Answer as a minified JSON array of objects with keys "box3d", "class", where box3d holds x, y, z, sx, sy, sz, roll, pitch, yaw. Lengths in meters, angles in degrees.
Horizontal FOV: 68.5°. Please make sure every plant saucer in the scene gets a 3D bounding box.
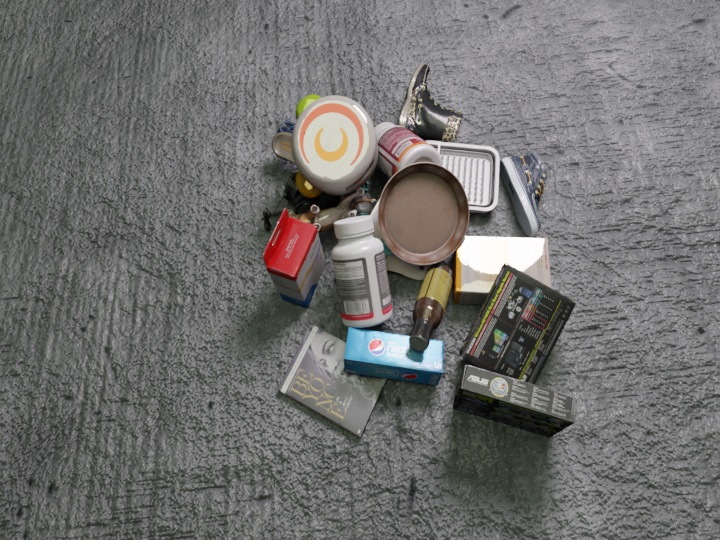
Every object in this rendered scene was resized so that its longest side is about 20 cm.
[{"box3d":[0.128,-0.116,1.092,0.191,0.034,0.210,-1,97,-7],"class":"plant saucer"}]

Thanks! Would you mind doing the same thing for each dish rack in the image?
[{"box3d":[0.221,-0.211,1.226,0.191,0.044,0.178,6,66,7],"class":"dish rack"}]

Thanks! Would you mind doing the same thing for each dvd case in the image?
[{"box3d":[-0.052,0.219,1.072,0.194,0.016,0.152,24,71,14],"class":"dvd case"}]

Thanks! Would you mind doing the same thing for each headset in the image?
[{"box3d":[-0.137,-0.158,1.228,0.195,0.096,0.125,-24,59,-23],"class":"headset"}]

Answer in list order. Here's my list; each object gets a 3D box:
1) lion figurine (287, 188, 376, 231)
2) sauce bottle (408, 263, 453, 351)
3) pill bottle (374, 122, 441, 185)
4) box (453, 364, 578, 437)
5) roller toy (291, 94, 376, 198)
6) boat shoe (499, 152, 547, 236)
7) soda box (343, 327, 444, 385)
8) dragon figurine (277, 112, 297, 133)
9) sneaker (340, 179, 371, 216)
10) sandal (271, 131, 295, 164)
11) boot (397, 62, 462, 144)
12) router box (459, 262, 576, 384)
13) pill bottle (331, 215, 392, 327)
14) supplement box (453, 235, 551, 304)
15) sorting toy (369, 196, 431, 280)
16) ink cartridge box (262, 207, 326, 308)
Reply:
[{"box3d":[-0.068,-0.117,1.145,0.192,0.122,0.076,-13,88,-15],"class":"lion figurine"},{"box3d":[0.138,0.072,1.059,0.062,0.066,0.203,17,46,11],"class":"sauce bottle"},{"box3d":[0.092,-0.256,1.184,0.107,0.112,0.201,-26,38,-7],"class":"pill bottle"},{"box3d":[0.271,0.240,0.958,0.192,0.162,0.046,14,65,12],"class":"box"},{"box3d":[-0.051,-0.257,1.124,0.174,0.140,0.210,5,90,5],"class":"roller toy"},{"box3d":[0.383,-0.177,1.181,0.087,0.071,0.207,-14,64,3],"class":"boat shoe"},{"box3d":[0.065,0.170,1.045,0.191,0.065,0.070,8,57,1],"class":"soda box"},{"box3d":[-0.132,-0.348,1.261,0.098,0.198,0.061,31,70,-22],"class":"dragon figurine"},{"box3d":[-0.006,-0.223,1.212,0.075,0.091,0.207,2,63,-30],"class":"sneaker"},{"box3d":[-0.122,-0.277,1.218,0.193,0.054,0.085,21,96,12],"class":"sandal"},{"box3d":[0.181,-0.401,1.299,0.148,0.074,0.210,17,72,8],"class":"boot"},{"box3d":[0.297,0.113,1.018,0.146,0.062,0.205,28,93,6],"class":"router box"},{"box3d":[0.000,0.000,1.063,0.106,0.111,0.209,-9,101,0],"class":"pill bottle"},{"box3d":[0.292,0.002,1.108,0.191,0.074,0.131,3,67,7],"class":"supplement box"},{"box3d":[0.096,-0.077,1.162,0.177,0.107,0.204,32,71,-3],"class":"sorting toy"},{"box3d":[-0.131,-0.021,1.082,0.065,0.202,0.120,17,67,12],"class":"ink cartridge box"}]
